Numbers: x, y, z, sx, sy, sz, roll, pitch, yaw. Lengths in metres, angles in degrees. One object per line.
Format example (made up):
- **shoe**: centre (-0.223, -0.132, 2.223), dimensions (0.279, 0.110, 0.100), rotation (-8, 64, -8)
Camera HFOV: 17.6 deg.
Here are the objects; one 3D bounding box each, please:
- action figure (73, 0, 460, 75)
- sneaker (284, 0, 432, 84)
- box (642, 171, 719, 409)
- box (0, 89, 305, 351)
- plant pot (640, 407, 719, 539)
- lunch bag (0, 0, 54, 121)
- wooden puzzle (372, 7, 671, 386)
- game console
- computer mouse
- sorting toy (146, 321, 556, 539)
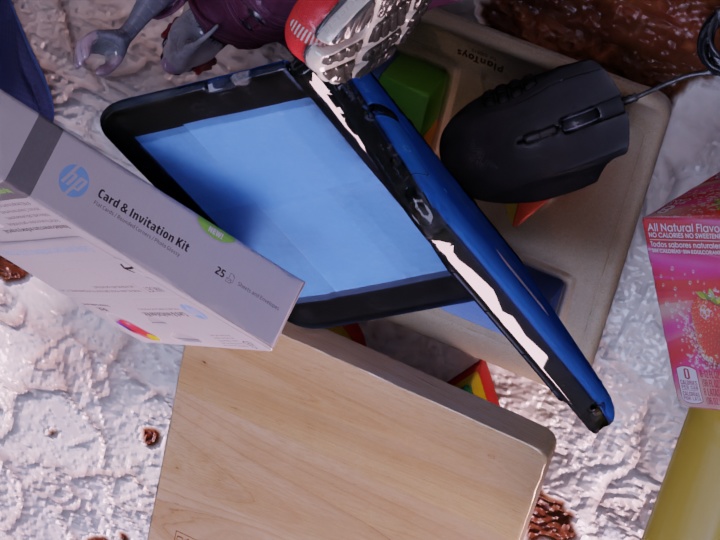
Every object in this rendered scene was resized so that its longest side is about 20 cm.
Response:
- **action figure**: centre (-0.039, -0.140, 1.060), dimensions (0.133, 0.150, 0.200), rotation (24, 158, -29)
- **sneaker**: centre (0.007, -0.159, 0.944), dimensions (0.085, 0.201, 0.077), rotation (27, 147, 2)
- **box**: centre (0.233, 0.004, 1.002), dimensions (0.199, 0.099, 0.096), rotation (3, 113, 45)
- **box**: centre (-0.143, -0.027, 1.094), dimensions (0.199, 0.041, 0.156), rotation (34, 165, -23)
- **plant pot**: centre (0.213, 0.143, 1.108), dimensions (0.199, 0.201, 0.190), rotation (12, 112, 20)
- **lunch bag**: centre (-0.280, -0.081, 1.225), dimensions (0.199, 0.132, 0.136), rotation (-7, 120, 30)
- **wooden puzzle**: centre (0.042, -0.034, 1.150), dimensions (0.184, 0.046, 0.201), rotation (22, 131, 12)
- **game console**: centre (0.000, 0.000, 1.043), dimensions (0.118, 0.171, 0.200), rotation (-36, 137, 7)
- **computer mouse**: centre (0.126, -0.077, 1.054), dimensions (0.199, 0.034, 0.059), rotation (-20, 95, 20)
- **sorting toy**: centre (-0.001, 0.107, 1.261), dimensions (0.199, 0.070, 0.200), rotation (24, 131, 11)
